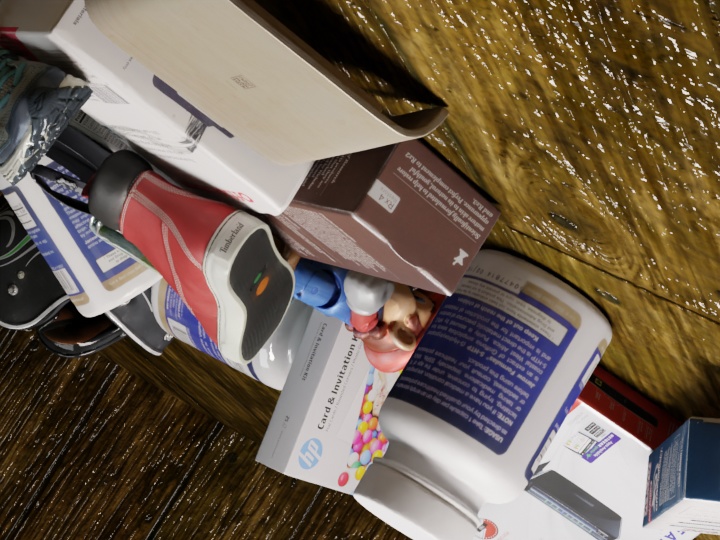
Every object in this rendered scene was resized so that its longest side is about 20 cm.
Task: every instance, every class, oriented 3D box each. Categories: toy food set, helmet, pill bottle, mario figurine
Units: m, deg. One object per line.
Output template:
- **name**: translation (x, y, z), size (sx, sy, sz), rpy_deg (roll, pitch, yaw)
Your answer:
- **toy food set**: translation (-0.057, -0.137, 1.241), size (0.200, 0.061, 0.143), rpy_deg (36, 157, -28)
- **helmet**: translation (-0.247, -0.010, 1.944), size (0.190, 0.201, 0.200), rpy_deg (-13, 155, 12)
- **pill bottle**: translation (-0.076, 0.037, 1.828), size (0.200, 0.120, 0.120), rpy_deg (25, 167, 33)
- **pill bottle**: translation (-0.242, -0.071, 1.756), size (0.200, 0.111, 0.111), rpy_deg (59, 163, -11)
- **pill bottle**: translation (0.083, 0.098, 1.477), size (0.119, 0.200, 0.120), rpy_deg (31, 169, 7)
- **mario figurine**: translation (0.000, 0.000, 1.604), size (0.200, 0.124, 0.106), rpy_deg (26, 136, -37)

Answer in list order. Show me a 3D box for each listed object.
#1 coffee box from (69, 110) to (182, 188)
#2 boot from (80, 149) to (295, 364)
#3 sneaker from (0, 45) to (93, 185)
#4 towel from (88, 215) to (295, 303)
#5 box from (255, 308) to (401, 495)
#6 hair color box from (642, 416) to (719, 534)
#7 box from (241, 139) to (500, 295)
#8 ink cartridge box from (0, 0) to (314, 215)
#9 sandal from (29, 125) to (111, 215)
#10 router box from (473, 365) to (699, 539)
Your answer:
- **coffee box**: translation (-0.171, -0.113, 1.568), size (0.199, 0.080, 0.113), rpy_deg (30, 170, 11)
- **boot**: translation (-0.127, -0.014, 1.473), size (0.144, 0.073, 0.200), rpy_deg (29, 160, 17)
- **sneaker**: translation (-0.237, -0.109, 1.340), size (0.086, 0.078, 0.200), rpy_deg (40, 168, -14)
- **towel**: translation (-0.117, -0.030, 1.680), size (0.171, 0.048, 0.200), rpy_deg (34, -159, 1)
- **box**: translation (0.014, 0.114, 1.754), size (0.041, 0.157, 0.200), rpy_deg (20, 177, 43)
- **hair color box**: translation (0.267, 0.153, 1.494), size (0.100, 0.061, 0.200), rpy_deg (6, 167, 1)
- **box**: translation (-0.007, -0.050, 1.415), size (0.100, 0.075, 0.200), rpy_deg (39, 169, -31)
- **ink cartridge box**: translation (-0.131, -0.130, 1.368), size (0.200, 0.085, 0.145), rpy_deg (38, 169, -26)
- **sandal**: translation (-0.191, -0.059, 1.533), size (0.200, 0.043, 0.076), rpy_deg (33, 167, -5)
- **router box**: translation (0.177, 0.174, 1.675), size (0.179, 0.049, 0.200), rpy_deg (34, 131, -10)
